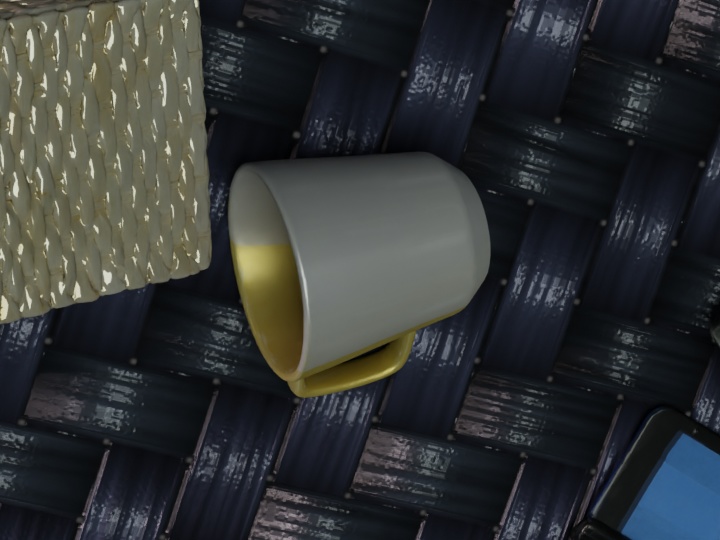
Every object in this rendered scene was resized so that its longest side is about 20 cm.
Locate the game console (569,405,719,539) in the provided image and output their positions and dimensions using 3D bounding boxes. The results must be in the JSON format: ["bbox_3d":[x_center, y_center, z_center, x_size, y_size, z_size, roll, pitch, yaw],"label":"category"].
[{"bbox_3d":[0.271,0.234,1.548,0.199,0.171,0.118,30,125,-22],"label":"game console"}]

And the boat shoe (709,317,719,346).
[{"bbox_3d":[0.331,0.097,1.543,0.071,0.072,0.201,-28,110,16],"label":"boat shoe"}]

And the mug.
[{"bbox_3d":[-0.001,-0.009,1.399,0.152,0.187,0.151,-14,78,-20],"label":"mug"}]

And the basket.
[{"bbox_3d":[-0.212,-0.082,1.251,0.197,0.160,0.202,-16,115,-39],"label":"basket"}]
